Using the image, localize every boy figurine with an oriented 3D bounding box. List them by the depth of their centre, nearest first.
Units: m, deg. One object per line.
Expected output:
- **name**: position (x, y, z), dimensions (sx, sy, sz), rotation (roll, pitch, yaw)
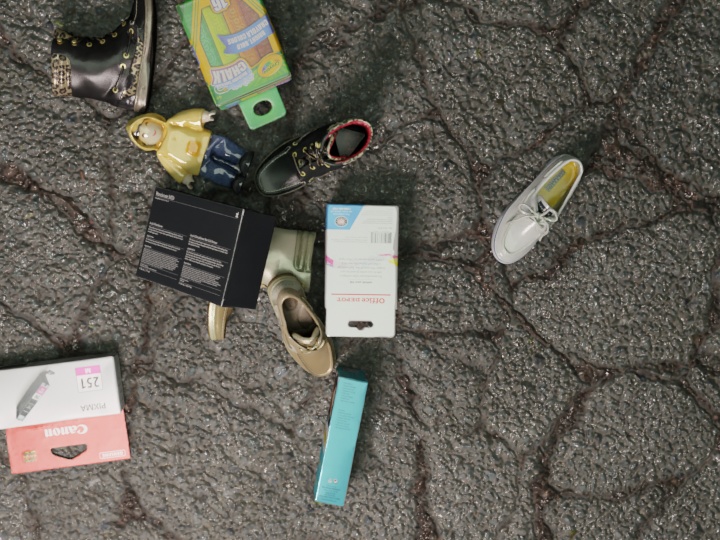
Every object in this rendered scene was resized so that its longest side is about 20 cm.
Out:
- **boy figurine**: position (-0.261, -0.193, 1.536), dimensions (0.198, 0.065, 0.126), rotation (25, 103, -9)

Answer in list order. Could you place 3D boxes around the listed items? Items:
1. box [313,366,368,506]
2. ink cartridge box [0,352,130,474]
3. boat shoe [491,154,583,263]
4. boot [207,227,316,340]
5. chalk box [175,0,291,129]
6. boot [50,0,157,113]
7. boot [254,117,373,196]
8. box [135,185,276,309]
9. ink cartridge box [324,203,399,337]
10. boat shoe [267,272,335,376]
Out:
- **box**: position (-0.032, 0.261, 1.597), dimensions (0.048, 0.082, 0.204), rotation (10, 95, -5)
- **ink cartridge box**: position (-0.471, 0.228, 1.581), dimensions (0.196, 0.044, 0.177), rotation (-7, 96, -3)
- **boat shoe**: position (0.283, -0.094, 1.576), dimensions (0.074, 0.086, 0.203), rotation (40, 92, -8)
- **boot**: position (-0.154, 0.022, 1.568), dimensions (0.152, 0.072, 0.204), rotation (12, 95, -8)
- **chalk box**: position (-0.176, -0.315, 1.498), dimensions (0.123, 0.124, 0.203), rotation (-23, 98, -1)
- **boot**: position (-0.382, -0.344, 1.506), dimensions (0.148, 0.073, 0.204), rotation (5, 103, -7)
- **boot**: position (-0.070, -0.173, 1.507), dimensions (0.201, 0.154, 0.074), rotation (-27, 98, -1)
- **box**: position (-0.231, -0.035, 1.490), dimensions (0.198, 0.078, 0.144), rotation (16, 96, 38)
- **ink cartridge box**: position (0.000, 0.000, 1.568), dimensions (0.113, 0.068, 0.204), rotation (1, 91, -4)
- **boat shoe**: position (-0.086, 0.098, 1.550), dimensions (0.071, 0.065, 0.202), rotation (-24, 125, -3)
